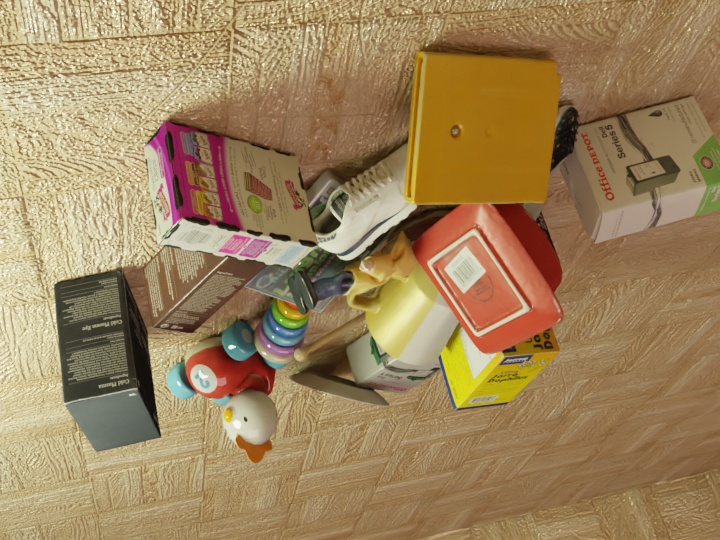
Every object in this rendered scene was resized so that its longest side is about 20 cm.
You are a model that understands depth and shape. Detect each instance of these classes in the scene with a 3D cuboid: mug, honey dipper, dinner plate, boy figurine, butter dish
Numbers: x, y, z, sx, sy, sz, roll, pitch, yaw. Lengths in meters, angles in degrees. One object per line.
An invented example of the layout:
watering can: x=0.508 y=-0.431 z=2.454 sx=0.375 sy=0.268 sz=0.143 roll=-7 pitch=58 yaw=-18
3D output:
mug: x=0.092 y=0.051 z=1.508 sx=0.184 sy=0.151 sz=0.154 roll=-15 pitch=153 yaw=-40
honey dipper: x=-0.030 y=0.095 z=1.567 sx=0.198 sy=0.038 sz=0.038 roll=-28 pitch=160 yaw=-30
dinner plate: x=-0.038 y=0.216 z=1.768 sx=0.196 sy=0.025 sz=0.200 roll=16 pitch=179 yaw=0
boy figurine: x=0.000 y=0.000 z=1.349 sx=0.197 sy=0.066 sz=0.124 roll=-23 pitch=175 yaw=-21
butter dish: x=0.202 y=-0.014 z=1.322 sx=0.147 sy=0.201 sz=0.200 roll=-35 pitch=179 yaw=-34

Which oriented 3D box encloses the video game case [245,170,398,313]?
video game case: x=-0.054 y=-0.033 z=1.351 sx=0.200 sy=0.023 sz=0.180 roll=-48 pitch=143 yaw=16

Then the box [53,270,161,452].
box: x=-0.364 y=0.135 z=1.371 sx=0.102 sy=0.185 sz=0.201 roll=-12 pitch=152 yaw=-8

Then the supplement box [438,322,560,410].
supplement box: x=0.218 y=0.132 z=1.534 sx=0.107 sy=0.111 sz=0.201 roll=-3 pitch=150 yaw=-22

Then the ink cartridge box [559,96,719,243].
ink cartridge box: x=0.398 y=-0.142 z=1.336 sx=0.196 sy=0.148 sz=0.084 roll=-15 pitch=152 yaw=-4

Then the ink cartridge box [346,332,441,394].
ink cartridge box: x=0.093 y=0.143 z=1.744 sx=0.144 sy=0.086 sz=0.199 roll=16 pitch=138 yaw=-44

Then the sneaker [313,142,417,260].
sneaker: x=0.014 y=-0.099 z=1.257 sx=0.200 sy=0.077 sz=0.080 roll=-46 pitch=135 yaw=15

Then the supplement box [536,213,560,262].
supplement box: x=0.226 y=-0.007 z=1.524 sx=0.060 sy=0.111 sz=0.200 roll=1 pitch=148 yaw=-29

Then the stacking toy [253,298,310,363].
stacking toy: x=-0.106 y=0.060 z=1.500 sx=0.084 sy=0.087 sz=0.201 roll=-2 pitch=144 yaw=-26

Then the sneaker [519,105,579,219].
sneaker: x=0.244 y=-0.149 z=1.332 sx=0.071 sy=0.072 sz=0.202 roll=-24 pitch=147 yaw=-40

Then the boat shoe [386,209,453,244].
boat shoe: x=0.136 y=-0.047 z=1.440 sx=0.196 sy=0.073 sz=0.076 roll=-16 pitch=152 yaw=-2

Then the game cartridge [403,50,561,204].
game cartridge: x=0.151 y=-0.171 z=1.160 sx=0.196 sy=0.032 sz=0.181 roll=-2 pitch=106 yaw=-26

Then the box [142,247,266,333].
box: x=-0.213 y=-0.008 z=1.290 sx=0.074 sy=0.102 sz=0.199 roll=10 pitch=143 yaw=-41

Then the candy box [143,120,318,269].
candy box: x=-0.154 y=-0.087 z=1.140 sx=0.197 sy=0.139 sz=0.061 roll=11 pitch=144 yaw=-40

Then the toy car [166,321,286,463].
toy car: x=-0.204 y=0.222 z=1.597 sx=0.183 sy=0.203 sz=0.175 roll=-34 pitch=148 yaw=30
